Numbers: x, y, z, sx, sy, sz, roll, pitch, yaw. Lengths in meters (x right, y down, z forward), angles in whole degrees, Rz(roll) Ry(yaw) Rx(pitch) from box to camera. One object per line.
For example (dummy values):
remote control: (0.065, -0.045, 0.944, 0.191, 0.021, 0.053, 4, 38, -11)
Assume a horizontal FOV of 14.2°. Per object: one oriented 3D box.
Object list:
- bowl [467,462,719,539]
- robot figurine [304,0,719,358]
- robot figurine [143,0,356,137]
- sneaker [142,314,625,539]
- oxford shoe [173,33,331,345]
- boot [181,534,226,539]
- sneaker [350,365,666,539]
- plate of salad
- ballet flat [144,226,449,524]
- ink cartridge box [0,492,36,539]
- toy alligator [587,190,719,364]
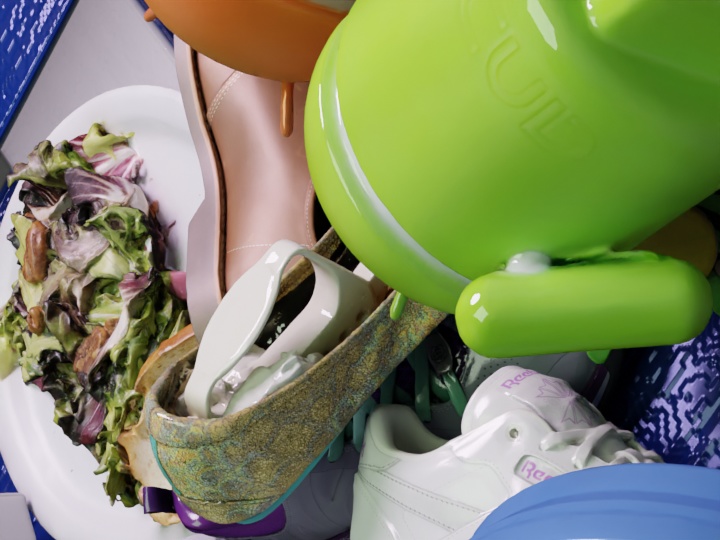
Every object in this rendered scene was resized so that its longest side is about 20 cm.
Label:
bowl: (0.113, 0.133, 0.872, 0.200, 0.201, 0.039, -20, 32, 44)
robot figurine: (0.059, -0.060, 0.890, 0.200, 0.115, 0.176, -38, 47, 47)
robot figurine: (-0.013, -0.151, 0.996, 0.117, 0.143, 0.200, -95, 28, -62)
sneaker: (0.008, 0.055, 1.047, 0.200, 0.087, 0.075, -38, 60, 38)
oxford shoe: (-0.026, -0.054, 1.109, 0.071, 0.071, 0.201, -21, 59, 25)
boot: (-0.013, 0.150, 1.077, 0.200, 0.095, 0.074, -115, 15, -67)
sneaker: (0.076, 0.083, 0.959, 0.199, 0.075, 0.100, 0, 91, 33)
plate of salad: (-0.105, 0.022, 1.201, 0.200, 0.048, 0.201, -5, 84, 47)
ballet flat: (0.000, 0.000, 1.006, 0.200, 0.071, 0.071, -48, 45, -12)
ink cartridge box: (-0.179, 0.174, 1.241, 0.116, 0.068, 0.201, -45, 56, 46)
toy alligator: (0.133, -0.052, 0.953, 0.054, 0.059, 0.201, 23, 105, 2)
